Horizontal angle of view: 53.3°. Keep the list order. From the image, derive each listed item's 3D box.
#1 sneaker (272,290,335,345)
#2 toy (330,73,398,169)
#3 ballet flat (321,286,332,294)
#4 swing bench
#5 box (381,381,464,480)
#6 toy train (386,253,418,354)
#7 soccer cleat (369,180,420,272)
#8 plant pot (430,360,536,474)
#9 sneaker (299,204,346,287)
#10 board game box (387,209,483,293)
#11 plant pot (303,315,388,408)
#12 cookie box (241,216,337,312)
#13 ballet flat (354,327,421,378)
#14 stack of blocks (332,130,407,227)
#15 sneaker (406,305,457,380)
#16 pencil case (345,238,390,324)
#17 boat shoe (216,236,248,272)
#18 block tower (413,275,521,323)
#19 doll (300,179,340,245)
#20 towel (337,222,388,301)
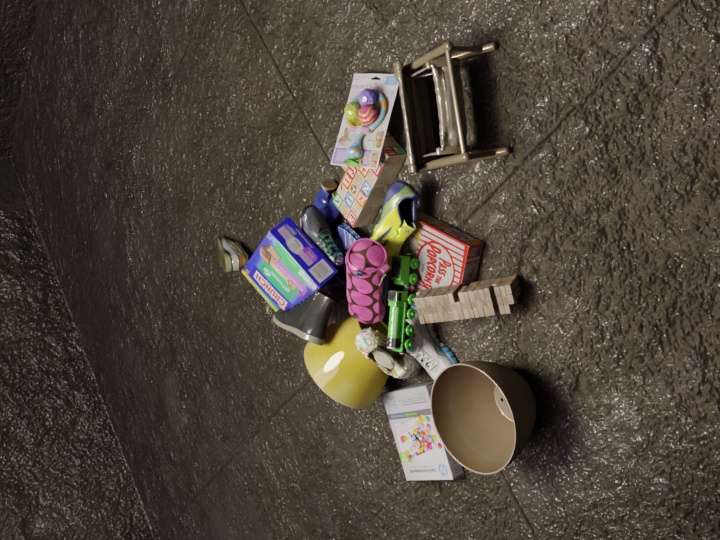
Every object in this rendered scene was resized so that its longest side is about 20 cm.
[{"bbox_3d":[-0.118,0.091,1.577,0.199,0.074,0.107,17,83,56],"label":"sneaker"},{"bbox_3d":[0.002,-0.310,1.451,0.114,0.047,0.202,10,85,31],"label":"toy"},{"bbox_3d":[-0.144,0.003,1.751,0.064,0.076,0.200,-42,60,1],"label":"ballet flat"},{"bbox_3d":[0.145,-0.288,1.300,0.199,0.129,0.201,-4,98,51],"label":"swing bench"},{"bbox_3d":[0.132,0.351,1.558,0.155,0.041,0.202,-21,85,51],"label":"box"},{"bbox_3d":[0.081,0.066,1.427,0.042,0.056,0.202,3,88,50],"label":"toy train"},{"bbox_3d":[0.070,-0.077,1.424,0.083,0.064,0.202,33,124,37],"label":"soccer cleat"},{"bbox_3d":[0.245,0.253,1.321,0.199,0.134,0.203,17,114,46],"label":"plant pot"},{"bbox_3d":[-0.069,-0.055,1.618,0.087,0.074,0.202,12,129,48],"label":"sneaker"},{"bbox_3d":[0.146,-0.021,1.435,0.199,0.046,0.153,31,123,42],"label":"board game box"},{"bbox_3d":[-0.004,0.178,1.573,0.142,0.199,0.201,-51,61,28],"label":"plant pot"},{"bbox_3d":[-0.167,0.003,1.645,0.171,0.075,0.200,48,142,3],"label":"cookie box"},{"bbox_3d":[0.063,0.187,1.481,0.076,0.199,0.064,-47,38,14],"label":"ballet flat"},{"bbox_3d":[0.010,-0.206,1.539,0.115,0.058,0.201,52,135,27],"label":"stack of blocks"},{"bbox_3d":[0.126,0.165,1.480,0.201,0.086,0.075,58,135,20],"label":"sneaker"},{"bbox_3d":[0.016,0.030,1.445,0.093,0.091,0.201,25,151,18],"label":"pencil case"},{"bbox_3d":[-0.363,-0.045,2.024,0.200,0.068,0.076,-132,39,-59],"label":"boat shoe"},{"bbox_3d":[0.195,0.056,1.335,0.198,0.058,0.055,-10,104,30],"label":"block tower"},{"bbox_3d":[-0.089,-0.108,1.691,0.136,0.048,0.201,44,131,22],"label":"doll"},{"bbox_3d":[0.000,0.000,1.598,0.200,0.024,0.146,46,142,45],"label":"towel"}]
